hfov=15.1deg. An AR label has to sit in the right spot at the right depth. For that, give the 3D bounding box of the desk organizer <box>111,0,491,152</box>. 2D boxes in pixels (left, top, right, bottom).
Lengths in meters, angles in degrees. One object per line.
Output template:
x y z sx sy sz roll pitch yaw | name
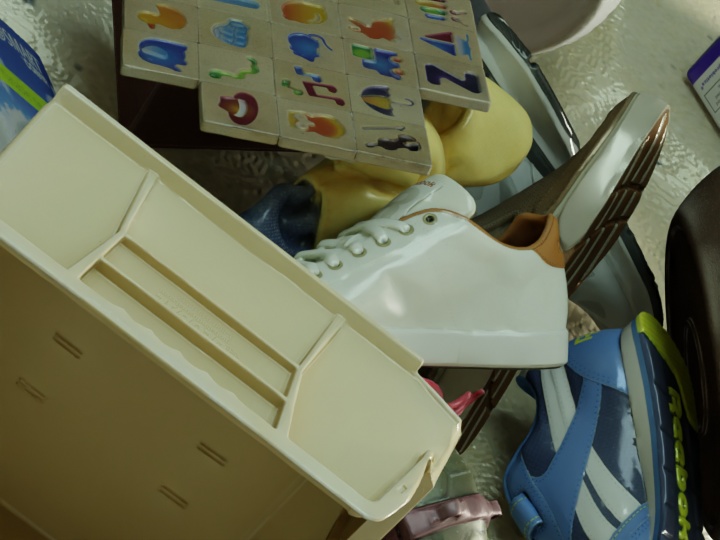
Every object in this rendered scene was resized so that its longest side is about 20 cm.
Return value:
-0.030 -0.107 1.328 0.200 0.077 0.072 0 50 -37 | desk organizer

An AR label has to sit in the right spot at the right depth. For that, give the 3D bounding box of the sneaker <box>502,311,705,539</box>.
0.111 0.120 1.250 0.074 0.082 0.200 46 38 -52 | sneaker

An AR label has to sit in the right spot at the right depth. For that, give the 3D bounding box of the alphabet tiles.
-0.025 -0.105 1.212 0.167 0.008 0.200 11 32 -12 | alphabet tiles

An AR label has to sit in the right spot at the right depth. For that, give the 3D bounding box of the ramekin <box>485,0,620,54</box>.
0.064 -0.198 1.407 0.202 0.202 0.094 32 52 -12 | ramekin

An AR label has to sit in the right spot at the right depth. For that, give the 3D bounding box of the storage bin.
-0.100 0.071 1.012 0.199 0.200 0.094 38 37 -5 | storage bin

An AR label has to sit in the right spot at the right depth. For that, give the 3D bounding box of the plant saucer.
0.172 0.049 1.293 0.032 0.200 0.200 -7 51 -1 | plant saucer

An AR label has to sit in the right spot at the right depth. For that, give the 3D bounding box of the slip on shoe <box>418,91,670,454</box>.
0.072 -0.007 1.269 0.061 0.200 0.076 32 -6 16 | slip on shoe

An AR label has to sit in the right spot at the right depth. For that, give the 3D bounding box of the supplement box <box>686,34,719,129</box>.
0.292 -0.066 1.541 0.101 0.103 0.200 -5 56 -43 | supplement box

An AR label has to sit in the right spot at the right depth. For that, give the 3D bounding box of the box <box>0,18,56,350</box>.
-0.150 -0.043 1.152 0.200 0.048 0.122 63 7 25 | box

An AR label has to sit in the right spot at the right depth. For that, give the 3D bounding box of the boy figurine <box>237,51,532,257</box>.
-0.008 -0.038 1.219 0.200 0.124 0.064 -31 71 -21 | boy figurine

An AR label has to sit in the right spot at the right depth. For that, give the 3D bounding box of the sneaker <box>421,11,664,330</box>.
0.065 -0.022 1.345 0.201 0.115 0.076 57 2 -29 | sneaker

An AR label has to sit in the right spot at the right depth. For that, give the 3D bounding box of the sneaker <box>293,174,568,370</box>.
0.000 0.000 1.165 0.200 0.073 0.085 0 93 -33 | sneaker

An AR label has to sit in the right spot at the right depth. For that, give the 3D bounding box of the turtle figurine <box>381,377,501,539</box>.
0.009 0.117 1.132 0.150 0.101 0.200 2 61 -51 | turtle figurine
